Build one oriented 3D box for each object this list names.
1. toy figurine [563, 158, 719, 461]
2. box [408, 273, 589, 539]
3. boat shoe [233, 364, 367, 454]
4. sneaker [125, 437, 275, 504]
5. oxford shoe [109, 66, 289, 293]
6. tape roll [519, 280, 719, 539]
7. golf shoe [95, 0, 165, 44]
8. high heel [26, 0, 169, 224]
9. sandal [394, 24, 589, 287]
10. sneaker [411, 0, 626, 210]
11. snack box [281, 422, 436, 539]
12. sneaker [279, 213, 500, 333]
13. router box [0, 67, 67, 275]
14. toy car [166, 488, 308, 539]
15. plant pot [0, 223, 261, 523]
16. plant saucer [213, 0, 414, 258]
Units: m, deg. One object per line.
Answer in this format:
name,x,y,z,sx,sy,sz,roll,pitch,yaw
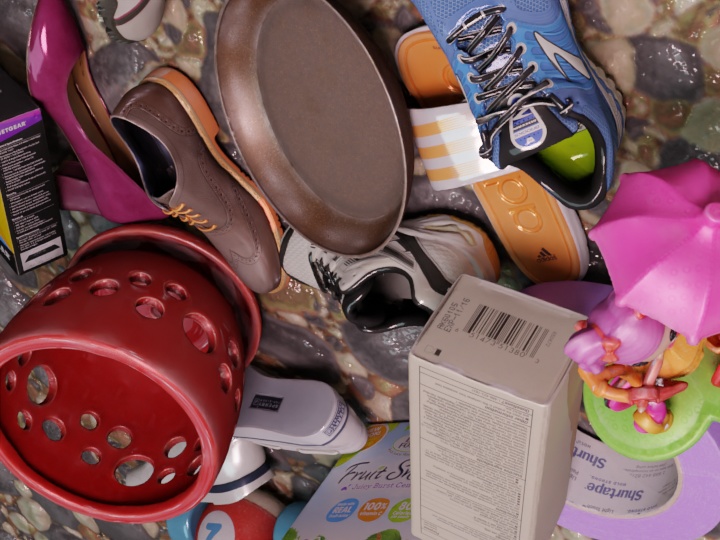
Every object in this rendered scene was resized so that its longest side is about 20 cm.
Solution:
toy figurine,0.164,0.017,0.604,0.200,0.184,0.150,-44,60,19
box,0.088,0.108,0.756,0.095,0.078,0.200,20,140,20
boat shoe,-0.078,0.128,1.024,0.200,0.074,0.065,12,157,46
sneaker,-0.168,0.185,1.152,0.200,0.076,0.081,-17,102,39
oxford shoe,-0.127,-0.055,0.904,0.071,0.073,0.200,-16,114,43
tape roll,0.166,0.103,0.807,0.200,0.066,0.200,21,141,18
golf shoe,-0.132,-0.216,0.770,0.088,0.077,0.200,7,154,-7
high heel,-0.204,-0.127,0.926,0.096,0.068,0.200,6,131,8
sandal,0.085,-0.062,0.747,0.079,0.059,0.207,-16,114,43
sneaker,0.090,-0.110,0.642,0.078,0.089,0.200,-27,126,29
snack box,0.028,0.204,0.909,0.168,0.200,0.068,-12,116,41
sneaker,0.000,0.000,0.839,0.200,0.088,0.076,3,129,44
router box,-0.321,-0.112,0.972,0.200,0.051,0.150,41,144,36
toy car,-0.124,0.333,1.128,0.184,0.200,0.177,-3,128,38
plant pot,-0.188,0.074,0.946,0.200,0.183,0.201,6,128,7
plant saucer,-0.028,-0.105,0.785,0.200,0.032,0.201,34,140,34
